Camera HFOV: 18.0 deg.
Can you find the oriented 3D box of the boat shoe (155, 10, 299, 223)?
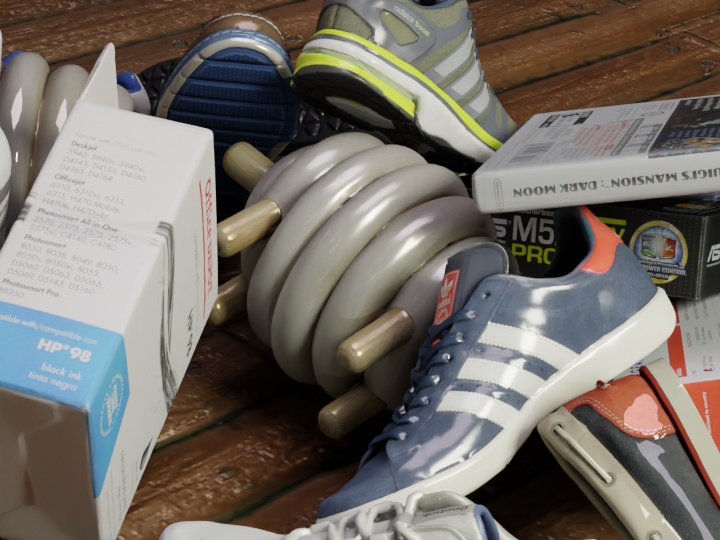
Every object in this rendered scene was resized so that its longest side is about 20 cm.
[{"bbox_3d":[-0.072,-0.092,1.204,0.072,0.200,0.073,9,65,-7],"label":"boat shoe"}]

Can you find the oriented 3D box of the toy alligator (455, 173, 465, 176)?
[{"bbox_3d":[0.028,-0.025,1.275,0.054,0.060,0.200,-25,15,23],"label":"toy alligator"}]

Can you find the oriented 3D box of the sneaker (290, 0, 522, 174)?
[{"bbox_3d":[0.042,-0.100,1.171,0.073,0.082,0.200,11,-9,33],"label":"sneaker"}]

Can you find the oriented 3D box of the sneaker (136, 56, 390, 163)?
[{"bbox_3d":[-0.047,-0.078,1.355,0.198,0.083,0.072,4,68,19],"label":"sneaker"}]

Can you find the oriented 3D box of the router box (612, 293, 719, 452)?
[{"bbox_3d":[0.210,0.046,1.078,0.178,0.049,0.200,-8,9,9],"label":"router box"}]

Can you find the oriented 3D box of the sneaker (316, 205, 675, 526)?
[{"bbox_3d":[0.046,0.041,1.005,0.199,0.085,0.075,-36,6,-27],"label":"sneaker"}]

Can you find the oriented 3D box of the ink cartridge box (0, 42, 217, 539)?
[{"bbox_3d":[-0.111,0.010,0.995,0.066,0.116,0.201,13,51,9],"label":"ink cartridge box"}]

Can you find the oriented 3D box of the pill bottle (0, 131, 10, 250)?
[{"bbox_3d":[-0.210,-0.013,0.972,0.113,0.202,0.114,8,26,-4],"label":"pill bottle"}]

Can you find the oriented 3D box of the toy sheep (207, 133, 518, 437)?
[{"bbox_3d":[0.000,0.000,1.107,0.200,0.138,0.137,44,38,22],"label":"toy sheep"}]

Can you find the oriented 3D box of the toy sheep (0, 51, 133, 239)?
[{"bbox_3d":[-0.180,-0.045,1.143,0.198,0.139,0.138,6,26,-8],"label":"toy sheep"}]

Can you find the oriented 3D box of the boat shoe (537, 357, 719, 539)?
[{"bbox_3d":[0.141,0.132,0.933,0.062,0.071,0.201,-24,67,-3],"label":"boat shoe"}]

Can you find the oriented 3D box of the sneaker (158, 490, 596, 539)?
[{"bbox_3d":[0.013,0.125,0.923,0.198,0.088,0.075,10,27,3],"label":"sneaker"}]

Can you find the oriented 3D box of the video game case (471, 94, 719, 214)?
[{"bbox_3d":[0.157,-0.061,1.083,0.180,0.024,0.200,-6,10,14],"label":"video game case"}]

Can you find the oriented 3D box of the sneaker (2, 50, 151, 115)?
[{"bbox_3d":[-0.212,-0.086,1.267,0.198,0.089,0.075,6,28,-5],"label":"sneaker"}]

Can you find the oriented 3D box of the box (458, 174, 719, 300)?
[{"bbox_3d":[0.144,-0.025,1.237,0.159,0.045,0.200,9,10,27],"label":"box"}]
